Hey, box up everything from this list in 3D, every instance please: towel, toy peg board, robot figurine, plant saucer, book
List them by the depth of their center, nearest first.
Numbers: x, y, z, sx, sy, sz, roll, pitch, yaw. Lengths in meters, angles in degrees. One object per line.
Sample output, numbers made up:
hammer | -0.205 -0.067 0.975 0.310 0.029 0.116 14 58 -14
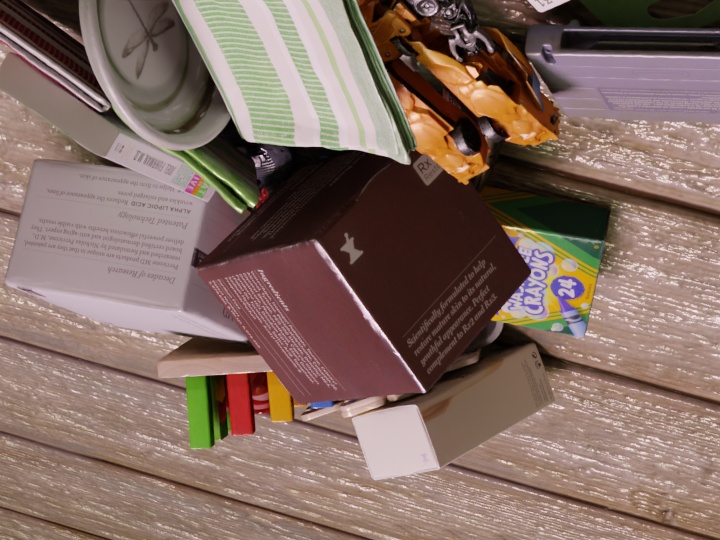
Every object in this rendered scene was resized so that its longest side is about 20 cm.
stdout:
towel | -0.053 -0.152 1.185 0.200 0.023 0.153 13 137 47
robot figurine | 0.055 -0.151 1.199 0.145 0.058 0.200 -25 130 34
plant saucer | -0.165 -0.193 1.236 0.050 0.200 0.200 -4 142 31
towel | -0.271 -0.191 1.350 0.144 0.023 0.200 35 -172 -14
towel | -0.153 -0.111 1.352 0.149 0.031 0.200 36 -173 -11
book | -0.215 -0.123 1.376 0.134 0.048 0.200 34 -176 21
toy peg board | -0.095 0.124 1.665 0.199 0.098 0.200 -4 -175 5

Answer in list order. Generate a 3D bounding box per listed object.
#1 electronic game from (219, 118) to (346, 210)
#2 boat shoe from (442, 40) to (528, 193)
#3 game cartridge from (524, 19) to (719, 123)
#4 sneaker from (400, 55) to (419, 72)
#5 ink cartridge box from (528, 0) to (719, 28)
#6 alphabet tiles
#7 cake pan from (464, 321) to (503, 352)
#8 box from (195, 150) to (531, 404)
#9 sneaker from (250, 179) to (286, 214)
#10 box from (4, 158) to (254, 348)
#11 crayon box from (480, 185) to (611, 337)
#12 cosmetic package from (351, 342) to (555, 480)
electronic game | -0.100 -0.115 1.484 0.200 0.042 0.200 15 150 9
boat shoe | 0.089 -0.124 1.335 0.067 0.072 0.200 22 144 7
game cartridge | 0.239 -0.150 1.201 0.200 0.038 0.130 5 168 24
sneaker | 0.018 -0.225 1.226 0.071 0.073 0.200 -9 146 -6
ink cartridge box | 0.187 -0.225 1.131 0.200 0.048 0.145 41 144 -27
alphabet tiles | 0.036 0.121 1.663 0.195 0.015 0.200 -19 -178 7
cake pan | 0.054 0.016 1.608 0.200 0.037 0.200 15 150 9
box | 0.000 0.000 1.358 0.200 0.166 0.164 -11 119 55
sneaker | -0.045 -0.002 1.515 0.079 0.095 0.200 -140 33 -62
box | -0.212 -0.014 1.564 0.200 0.131 0.199 8 170 20
crayon box | 0.123 -0.014 1.462 0.200 0.052 0.126 11 134 8
cosmetic package | 0.099 0.145 1.632 0.105 0.200 0.071 -17 94 45
